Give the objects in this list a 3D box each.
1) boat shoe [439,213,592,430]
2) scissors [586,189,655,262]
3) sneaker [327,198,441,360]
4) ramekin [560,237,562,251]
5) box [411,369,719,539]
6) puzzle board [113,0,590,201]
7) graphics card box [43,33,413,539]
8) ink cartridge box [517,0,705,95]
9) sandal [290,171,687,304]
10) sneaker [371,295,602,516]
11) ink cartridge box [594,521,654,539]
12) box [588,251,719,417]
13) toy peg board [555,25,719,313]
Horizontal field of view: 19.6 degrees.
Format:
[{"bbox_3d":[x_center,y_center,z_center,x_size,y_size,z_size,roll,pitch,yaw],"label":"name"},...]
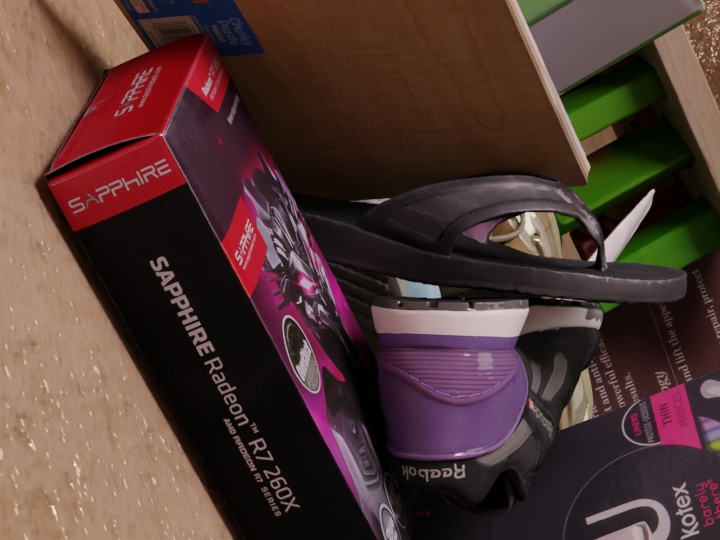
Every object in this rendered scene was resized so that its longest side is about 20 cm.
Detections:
[{"bbox_3d":[0.065,0.017,1.018,0.063,0.073,0.201,-76,151,-62],"label":"boat shoe"},{"bbox_3d":[0.081,0.031,0.987,0.073,0.200,0.014,29,-19,-15],"label":"scissors"},{"bbox_3d":[0.000,0.000,0.960,0.082,0.074,0.200,59,24,-53],"label":"sneaker"},{"bbox_3d":[0.025,-0.080,1.116,0.200,0.098,0.200,-23,90,-77],"label":"ramekin"},{"bbox_3d":[0.121,0.138,0.902,0.106,0.200,0.122,56,17,-41],"label":"box"},{"bbox_3d":[-0.005,-0.085,0.819,0.200,0.150,0.017,56,36,-55],"label":"puzzle board"},{"bbox_3d":[-0.041,0.021,0.783,0.126,0.051,0.200,-81,148,-68],"label":"graphics card box"},{"bbox_3d":[0.044,-0.175,0.946,0.084,0.145,0.200,25,39,-61],"label":"ink cartridge box"},{"bbox_3d":[0.035,-0.021,0.851,0.075,0.200,0.048,-25,125,-74],"label":"sandal"},{"bbox_3d":[0.049,0.055,0.860,0.200,0.076,0.088,2,89,-69],"label":"sneaker"},{"bbox_3d":[0.072,0.207,0.704,0.200,0.146,0.086,64,14,-14],"label":"ink cartridge box"},{"bbox_3d":[0.185,0.094,1.241,0.166,0.200,0.165,38,32,-64],"label":"box"},{"bbox_3d":[0.121,-0.088,1.147,0.200,0.098,0.199,63,-2,-22],"label":"toy peg board"}]
